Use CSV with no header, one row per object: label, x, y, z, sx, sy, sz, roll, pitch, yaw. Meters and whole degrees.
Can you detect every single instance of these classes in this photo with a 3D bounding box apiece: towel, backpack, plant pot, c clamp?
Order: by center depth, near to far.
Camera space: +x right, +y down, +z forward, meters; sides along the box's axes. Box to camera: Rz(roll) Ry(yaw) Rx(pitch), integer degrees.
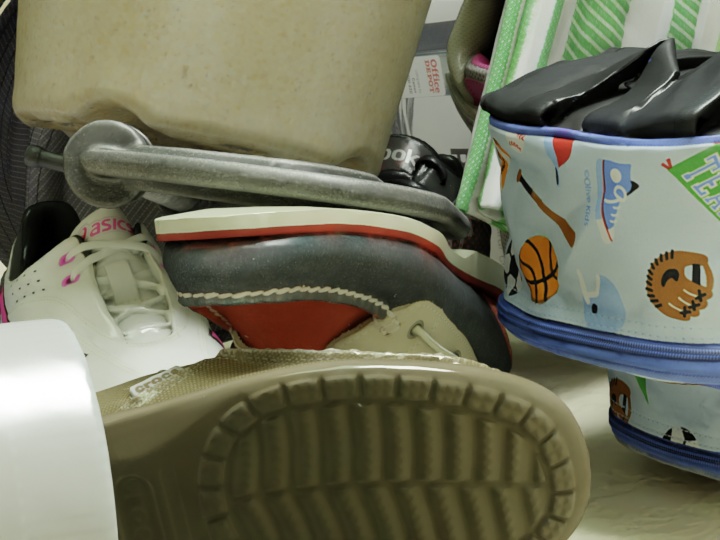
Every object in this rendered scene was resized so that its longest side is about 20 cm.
backpack,0.136,-0.013,0.702,0.190,0.155,0.200,-1,2,-29
c clamp,-0.047,-0.025,0.744,0.170,0.027,0.200,10,-2,1
plant pot,-0.044,-0.130,0.785,0.199,0.185,0.200,10,-3,1
towel,0.111,-0.068,0.851,0.023,0.153,0.200,9,-7,37

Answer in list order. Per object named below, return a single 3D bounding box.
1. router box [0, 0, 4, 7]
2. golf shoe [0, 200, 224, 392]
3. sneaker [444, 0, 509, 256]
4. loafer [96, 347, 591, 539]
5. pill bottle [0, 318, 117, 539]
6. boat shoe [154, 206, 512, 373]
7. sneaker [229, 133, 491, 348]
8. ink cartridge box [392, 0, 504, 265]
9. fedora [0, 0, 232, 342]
router box,-0.213,-0.061,0.898,0.051,0.200,0.149,36,13,-7
golf shoe,-0.090,0.027,0.771,0.072,0.093,0.200,-9,12,-24
sneaker,0.073,-0.064,0.888,0.081,0.201,0.088,10,22,39
loafer,-0.036,0.056,0.618,0.199,0.077,0.067,-5,16,3
pill bottle,-0.162,0.067,0.513,0.199,0.110,0.110,-6,10,-18
boat shoe,-0.003,0.018,0.686,0.071,0.063,0.200,3,-6,23
sneaker,0.000,0.000,0.857,0.070,0.099,0.200,1,13,23
ink cartridge box,0.042,-0.060,1.031,0.199,0.147,0.085,2,11,38
fedora,-0.083,-0.049,0.912,0.200,0.177,0.090,-46,6,14
